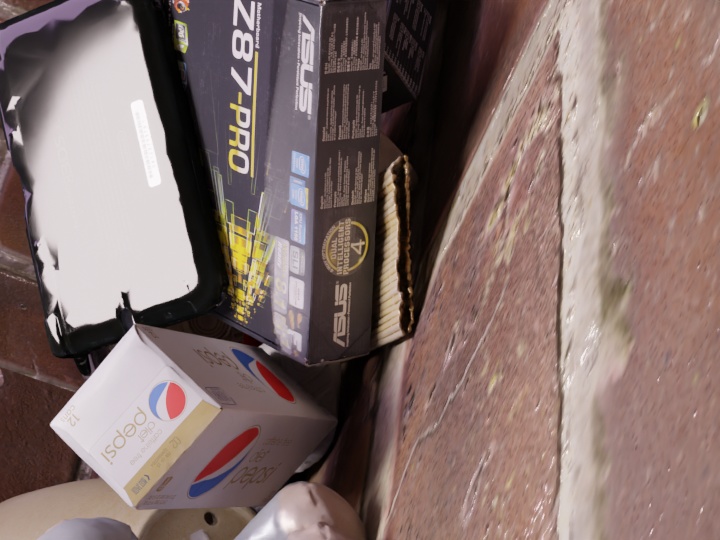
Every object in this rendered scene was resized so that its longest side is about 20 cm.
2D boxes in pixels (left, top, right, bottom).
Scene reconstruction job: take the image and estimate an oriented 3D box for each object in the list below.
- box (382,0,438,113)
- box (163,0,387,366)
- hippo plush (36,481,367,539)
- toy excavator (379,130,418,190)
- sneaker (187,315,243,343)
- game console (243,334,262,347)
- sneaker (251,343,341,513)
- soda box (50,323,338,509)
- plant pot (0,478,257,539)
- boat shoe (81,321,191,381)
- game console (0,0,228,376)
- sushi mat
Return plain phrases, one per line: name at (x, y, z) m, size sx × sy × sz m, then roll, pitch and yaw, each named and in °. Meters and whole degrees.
box at (-0.029, -0.153, 1.302) m, size 0.160 × 0.044 × 0.200 m, roll -20°, pitch 36°, yaw 26°
box at (-0.051, -0.065, 1.163) m, size 0.161 × 0.049 × 0.200 m, roll 24°, pitch 117°, yaw 50°
hippo plush at (-0.096, 0.168, 1.008) m, size 0.200 × 0.161 × 0.159 m, roll 118°, pitch 168°, yaw -48°
toy excavator at (-0.023, -0.071, 1.345) m, size 0.100 × 0.200 × 0.194 m, roll -44°, pitch -30°, yaw -10°
sneaker at (-0.110, 0.092, 1.436) m, size 0.109 × 0.070 × 0.200 m, roll 123°, pitch 136°, yaw -74°
game console at (-0.100, -0.004, 1.524) m, size 0.119 × 0.200 × 0.172 m, roll -31°, pitch 7°, yaw -37°
sneaker at (-0.057, 0.083, 1.280) m, size 0.200 × 0.078 × 0.099 m, roll 120°, pitch 170°, yaw -50°
soda box at (-0.080, 0.079, 1.092) m, size 0.068 × 0.064 × 0.200 m, roll -49°, pitch -16°, yaw 6°
plant pot at (-0.129, 0.195, 1.218) m, size 0.200 × 0.187 × 0.187 m, roll -32°, pitch 37°, yaw 55°
boat shoe at (-0.145, 0.057, 1.353) m, size 0.072 × 0.065 × 0.200 m, roll -6°, pitch -100°, yaw -63°
game console at (-0.147, -0.052, 1.251) m, size 0.116 × 0.176 × 0.200 m, roll 1°, pitch -107°, yaw -62°
sushi mat at (0.000, 0.000, 1.188) m, size 0.200 × 0.012 × 0.096 m, roll 149°, pitch 119°, yaw -75°
